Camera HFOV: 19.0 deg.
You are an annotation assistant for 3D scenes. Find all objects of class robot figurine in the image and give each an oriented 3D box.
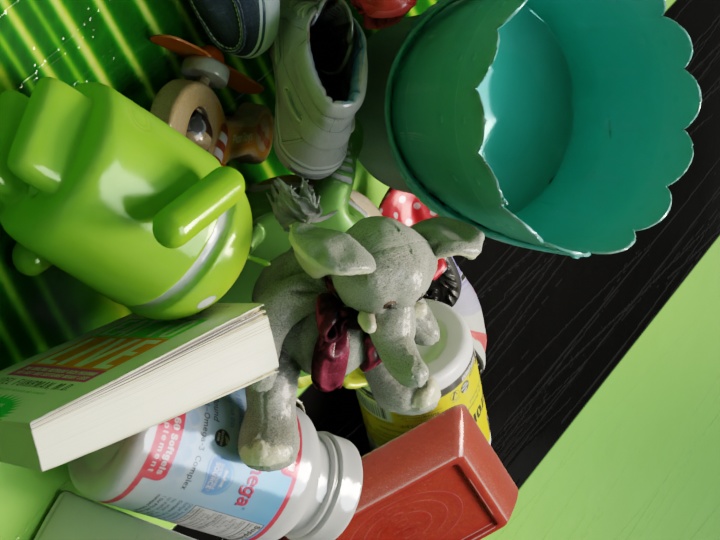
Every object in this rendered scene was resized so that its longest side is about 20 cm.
[{"bbox_3d":[-0.153,-0.044,1.393,0.200,0.175,0.116,35,58,-35],"label":"robot figurine"}]

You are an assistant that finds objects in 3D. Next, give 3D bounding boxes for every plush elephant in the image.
[{"bbox_3d":[0.002,0.025,1.465,0.164,0.155,0.201,-10,90,-31],"label":"plush elephant"}]

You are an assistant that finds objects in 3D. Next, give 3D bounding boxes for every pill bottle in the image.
[{"bbox_3d":[-0.101,0.135,1.547,0.200,0.109,0.109,20,86,-32],"label":"pill bottle"},{"bbox_3d":[0.058,0.129,1.923,0.111,0.111,0.200,-54,147,-33],"label":"pill bottle"}]

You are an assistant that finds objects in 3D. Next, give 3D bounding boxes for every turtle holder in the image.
[{"bbox_3d":[-0.055,-0.019,1.611,0.132,0.141,0.186,-99,179,-62],"label":"turtle holder"}]

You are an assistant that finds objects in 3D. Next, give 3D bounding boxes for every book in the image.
[{"bbox_3d":[-0.172,0.074,1.399,0.200,0.133,0.048,-25,110,-41],"label":"book"}]

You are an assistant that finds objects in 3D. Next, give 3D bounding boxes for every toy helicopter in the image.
[{"bbox_3d":[-0.108,-0.104,1.554,0.200,0.079,0.133,-20,114,-70],"label":"toy helicopter"}]

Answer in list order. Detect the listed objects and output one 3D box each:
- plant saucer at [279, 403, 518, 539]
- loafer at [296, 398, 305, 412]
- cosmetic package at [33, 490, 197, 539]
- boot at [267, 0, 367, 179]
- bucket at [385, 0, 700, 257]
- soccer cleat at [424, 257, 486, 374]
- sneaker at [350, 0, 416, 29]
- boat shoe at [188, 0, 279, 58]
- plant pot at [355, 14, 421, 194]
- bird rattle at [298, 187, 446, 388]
[{"bbox_3d":[0.036,0.217,1.882,0.200,0.037,0.200,-30,146,2],"label":"plant saucer"},{"bbox_3d":[-0.111,0.124,1.652,0.200,0.068,0.076,-34,133,-51],"label":"loafer"},{"bbox_3d":[-0.145,0.287,1.536,0.165,0.200,0.165,-61,150,-21],"label":"cosmetic package"},{"bbox_3d":[-0.027,-0.170,1.539,0.096,0.073,0.200,121,-32,-52],"label":"boot"},{"bbox_3d":[0.125,-0.115,1.529,0.207,0.135,0.208,-3,95,-33],"label":"bucket"},{"bbox_3d":[0.070,0.019,1.953,0.200,0.068,0.073,65,25,-47],"label":"soccer cleat"},{"bbox_3d":[0.005,-0.217,1.552,0.200,0.077,0.085,-101,177,-77],"label":"sneaker"},{"bbox_3d":[-0.119,-0.214,1.460,0.091,0.071,0.201,-48,137,-36],"label":"boat shoe"},{"bbox_3d":[0.098,-0.131,1.716,0.200,0.196,0.201,-4,97,-33],"label":"plant pot"},{"bbox_3d":[0.000,0.000,1.767,0.163,0.112,0.200,44,62,-42],"label":"bird rattle"}]
